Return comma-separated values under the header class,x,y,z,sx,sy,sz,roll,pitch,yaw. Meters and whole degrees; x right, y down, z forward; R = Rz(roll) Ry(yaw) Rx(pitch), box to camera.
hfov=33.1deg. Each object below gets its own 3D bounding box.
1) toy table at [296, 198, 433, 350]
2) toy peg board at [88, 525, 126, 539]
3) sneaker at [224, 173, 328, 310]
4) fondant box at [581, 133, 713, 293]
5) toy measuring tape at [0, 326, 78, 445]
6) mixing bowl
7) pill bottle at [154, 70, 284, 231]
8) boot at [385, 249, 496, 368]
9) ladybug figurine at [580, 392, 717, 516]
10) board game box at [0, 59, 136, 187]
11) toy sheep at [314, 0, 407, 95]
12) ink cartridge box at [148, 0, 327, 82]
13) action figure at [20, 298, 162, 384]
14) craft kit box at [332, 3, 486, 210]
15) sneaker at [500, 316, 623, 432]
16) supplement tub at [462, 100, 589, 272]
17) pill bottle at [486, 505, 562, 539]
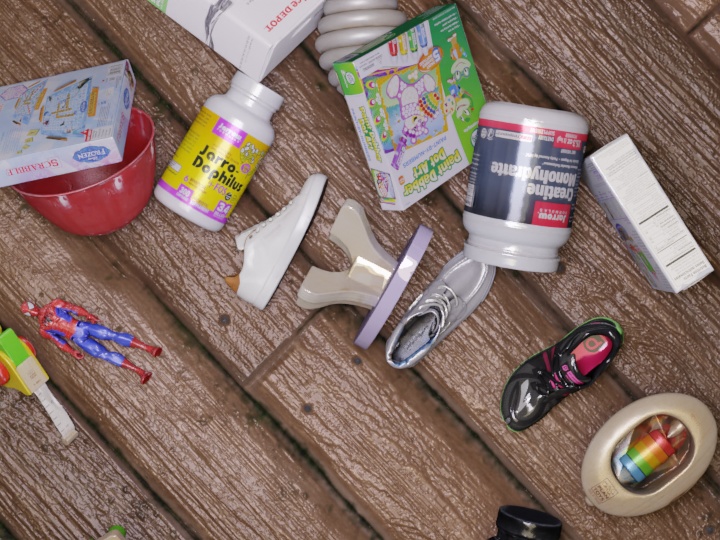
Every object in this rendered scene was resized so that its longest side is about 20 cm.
class,x,y,z,sx,sy,sz,roll,pitch,yaw
toy table,0.000,0.000,1.565,0.117,0.184,0.200,28,117,-1
toy peg board,-0.355,0.462,1.656,0.200,0.098,0.200,-31,105,5
sneaker,-0.117,-0.051,1.614,0.084,0.073,0.200,30,95,0
fondant box,0.357,-0.071,1.542,0.058,0.144,0.200,-31,90,3
toy measuring tape,-0.461,0.155,1.663,0.073,0.074,0.200,-28,107,5
mixing bowl,-0.348,-0.117,1.589,0.199,0.200,0.109,-13,127,5
pill bottle,-0.182,-0.160,1.600,0.104,0.104,0.200,31,94,3
boot,0.107,0.053,1.590,0.073,0.096,0.200,38,94,2
ladybug figurine,0.373,0.240,1.588,0.200,0.072,0.136,-36,88,5
board game box,-0.401,-0.191,1.578,0.199,0.200,0.041,-11,128,5
toy sheep,0.004,-0.290,1.567,0.137,0.138,0.201,-8,92,5
ink cartridge box,-0.160,-0.361,1.566,0.200,0.084,0.146,38,57,4
action figure,-0.374,0.088,1.655,0.199,0.052,0.066,24,97,6
craft kit box,0.074,-0.206,1.522,0.200,0.048,0.198,-36,119,-35
sneaker,0.261,0.133,1.587,0.200,0.084,0.077,-44,88,5
supplement tub,0.206,-0.107,1.535,0.140,0.140,0.201,9,98,4
pill bottle,0.203,0.418,1.589,0.111,0.112,0.201,12,93,4
